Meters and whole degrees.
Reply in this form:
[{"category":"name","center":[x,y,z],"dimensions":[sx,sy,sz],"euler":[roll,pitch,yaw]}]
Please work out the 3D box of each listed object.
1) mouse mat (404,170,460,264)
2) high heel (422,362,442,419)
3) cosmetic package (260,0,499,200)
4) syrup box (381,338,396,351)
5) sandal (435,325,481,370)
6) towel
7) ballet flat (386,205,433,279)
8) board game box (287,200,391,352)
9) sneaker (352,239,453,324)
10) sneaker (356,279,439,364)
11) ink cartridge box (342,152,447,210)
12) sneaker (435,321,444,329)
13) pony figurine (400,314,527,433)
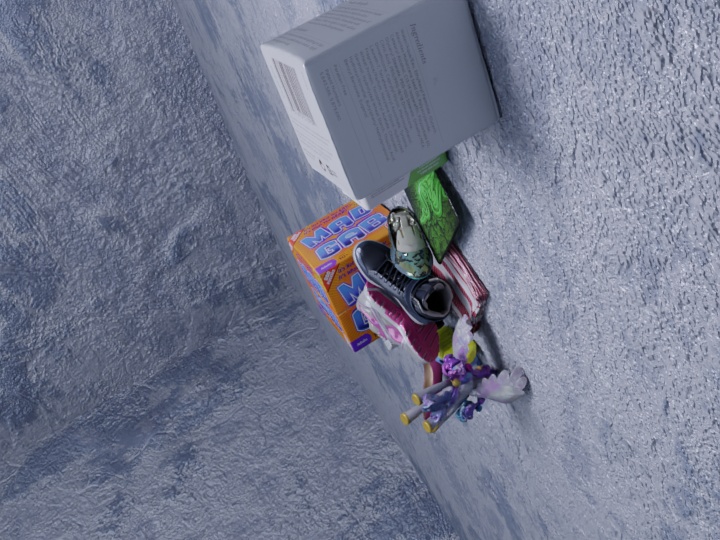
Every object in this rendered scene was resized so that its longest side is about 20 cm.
[{"category":"mouse mat","center":[0.109,-0.109,1.235],"dimensions":[0.200,0.007,0.163],"euler":[103,145,-71]},{"category":"high heel","center":[0.151,0.248,1.811],"dimensions":[0.202,0.095,0.067],"euler":[62,170,-5]},{"category":"cosmetic package","center":[0.021,-0.216,0.887],"dimensions":[0.165,0.198,0.167],"euler":[44,160,58]},{"category":"syrup box","center":[0.056,0.088,1.908],"dimensions":[0.202,0.078,0.082],"euler":[59,170,12]},{"category":"sandal","center":[0.180,0.171,1.526],"dimensions":[0.088,0.079,0.200],"euler":[60,173,-18]},{"category":"towel","center":[0.165,0.025,1.343],"dimensions":[0.145,0.023,0.201],"euler":[58,170,23]},{"category":"ballet flat","center":[0.079,-0.056,1.345],"dimensions":[0.201,0.073,0.075],"euler":[-111,-3,-62]},{"category":"board game box","center":[0.000,0.000,1.592],"dimensions":[0.200,0.198,0.202],"euler":[44,162,57]},{"category":"sneaker","center":[0.079,0.014,1.367],"dimensions":[0.202,0.077,0.146],"euler":[42,170,-6]},{"category":"sneaker","center":[0.070,0.099,1.475],"dimensions":[0.201,0.081,0.088],"euler":[50,144,-2]},{"category":"ink cartridge box","center":[0.020,-0.210,1.057],"dimensions":[0.084,0.144,0.202],"euler":[40,157,52]},{"category":"sneaker","center":[0.119,0.025,1.484],"dimensions":[0.077,0.070,0.202],"euler":[19,136,40]},{"category":"pony figurine","center":[0.175,0.196,1.345],"dimensions":[0.167,0.198,0.194],"euler":[52,156,19]}]
